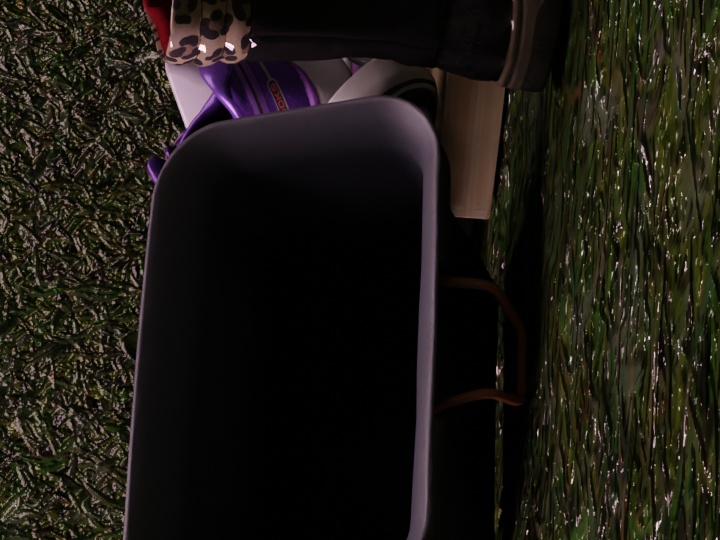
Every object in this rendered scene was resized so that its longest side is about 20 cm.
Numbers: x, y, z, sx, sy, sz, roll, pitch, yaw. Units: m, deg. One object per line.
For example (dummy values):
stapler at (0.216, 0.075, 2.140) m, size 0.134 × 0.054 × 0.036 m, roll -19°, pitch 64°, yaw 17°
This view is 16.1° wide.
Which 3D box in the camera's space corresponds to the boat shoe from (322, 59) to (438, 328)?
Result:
boat shoe at (0.000, 0.000, 1.140) m, size 0.064 × 0.070 × 0.201 m, roll 41°, pitch 125°, yaw 34°

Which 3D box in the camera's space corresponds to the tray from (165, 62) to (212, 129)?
tray at (-0.031, -0.053, 1.296) m, size 0.107 × 0.022 × 0.201 m, roll -45°, pitch -46°, yaw -32°

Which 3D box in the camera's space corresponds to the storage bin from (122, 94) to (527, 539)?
storage bin at (0.004, 0.052, 1.007) m, size 0.134 × 0.145 × 0.201 m, roll 44°, pitch -137°, yaw -57°

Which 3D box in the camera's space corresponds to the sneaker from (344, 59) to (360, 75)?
sneaker at (0.011, -0.188, 1.366) m, size 0.100 × 0.074 × 0.201 m, roll -105°, pitch 18°, yaw -45°

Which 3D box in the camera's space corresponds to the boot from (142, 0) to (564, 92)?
boot at (-0.011, -0.140, 0.982) m, size 0.201 × 0.149 × 0.073 m, roll -103°, pitch 16°, yaw -45°

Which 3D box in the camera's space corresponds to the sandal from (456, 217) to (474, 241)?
sandal at (0.028, -0.016, 1.291) m, size 0.200 × 0.042 × 0.077 m, roll 100°, pitch 173°, yaw -66°

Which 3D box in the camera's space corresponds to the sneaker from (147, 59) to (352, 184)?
sneaker at (-0.063, -0.031, 1.186) m, size 0.081 × 0.083 × 0.201 m, roll -120°, pitch 32°, yaw -43°

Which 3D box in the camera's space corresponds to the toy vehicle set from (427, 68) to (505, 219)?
toy vehicle set at (0.052, -0.140, 1.141) m, size 0.124 × 0.026 × 0.201 m, roll -92°, pitch 6°, yaw -62°

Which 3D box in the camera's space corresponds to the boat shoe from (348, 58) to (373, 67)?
boat shoe at (0.013, -0.192, 1.122) m, size 0.072 × 0.069 × 0.202 m, roll 153°, pitch 115°, yaw -81°
